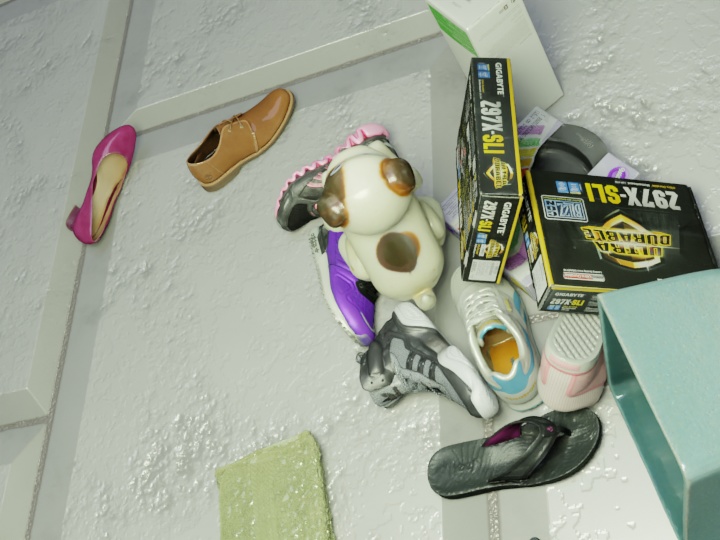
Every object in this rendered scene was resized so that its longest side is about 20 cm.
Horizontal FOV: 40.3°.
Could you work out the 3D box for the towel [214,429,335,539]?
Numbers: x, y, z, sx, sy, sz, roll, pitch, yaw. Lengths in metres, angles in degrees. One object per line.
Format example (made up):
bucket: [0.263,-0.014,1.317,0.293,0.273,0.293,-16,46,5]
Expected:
towel: [-0.099,0.295,1.146,0.148,0.037,0.201,-24,52,14]

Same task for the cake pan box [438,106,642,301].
cake pan box: [0.218,-0.086,1.194,0.200,0.052,0.184,-44,52,-1]

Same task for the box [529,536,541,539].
box: [0.184,0.387,0.876,0.196,0.117,0.200,34,82,39]

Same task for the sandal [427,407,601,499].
sandal: [0.161,0.197,1.050,0.199,0.048,0.076,-22,53,17]

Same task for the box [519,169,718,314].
box: [0.276,-0.028,1.053,0.198,0.049,0.161,5,51,-10]

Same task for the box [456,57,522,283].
box: [0.141,-0.113,1.107,0.049,0.160,0.201,1,55,0]

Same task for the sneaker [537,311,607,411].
sneaker: [0.247,0.074,1.068,0.075,0.105,0.200,22,43,23]

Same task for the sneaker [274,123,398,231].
sneaker: [-0.027,-0.111,1.342,0.200,0.079,0.096,-38,61,5]

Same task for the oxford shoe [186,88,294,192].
oxford shoe: [-0.180,-0.209,1.486,0.200,0.071,0.071,-46,48,-5]

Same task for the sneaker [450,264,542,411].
sneaker: [0.153,0.060,1.120,0.076,0.081,0.201,-32,49,10]

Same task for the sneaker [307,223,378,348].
sneaker: [0.000,0.000,1.252,0.099,0.070,0.201,-26,52,10]

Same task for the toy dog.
toy dog: [0.017,-0.058,1.123,0.139,0.200,0.195,-18,55,10]

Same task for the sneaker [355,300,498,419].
sneaker: [0.070,0.129,1.132,0.114,0.076,0.200,-43,44,0]

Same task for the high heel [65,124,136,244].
high heel: [-0.397,-0.135,1.562,0.096,0.067,0.201,25,90,48]

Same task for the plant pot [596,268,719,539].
plant pot: [0.354,0.112,0.909,0.199,0.196,0.197,-21,52,4]

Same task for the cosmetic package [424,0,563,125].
cosmetic package: [0.172,-0.285,1.245,0.085,0.200,0.108,-40,47,-1]
